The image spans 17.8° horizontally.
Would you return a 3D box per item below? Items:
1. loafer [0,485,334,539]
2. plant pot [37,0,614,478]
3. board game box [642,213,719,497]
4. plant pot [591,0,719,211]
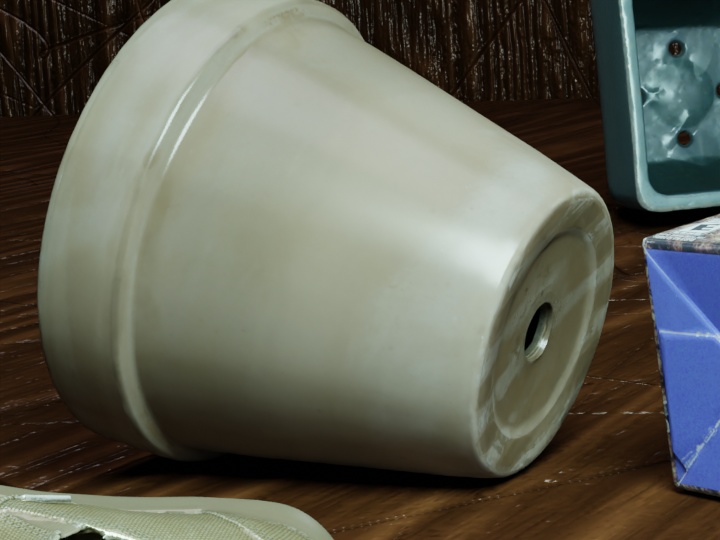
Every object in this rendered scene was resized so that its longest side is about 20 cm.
[{"bbox_3d":[-0.098,0.091,0.601,0.199,0.077,0.067,-5,1,-8],"label":"loafer"},{"bbox_3d":[0.000,0.000,0.914,0.173,0.201,0.200,19,17,26],"label":"plant pot"},{"bbox_3d":[0.232,0.017,0.833,0.199,0.097,0.159,-17,14,-34],"label":"board game box"},{"bbox_3d":[0.266,-0.142,1.720,0.195,0.198,0.200,-5,-2,-10],"label":"plant pot"}]
